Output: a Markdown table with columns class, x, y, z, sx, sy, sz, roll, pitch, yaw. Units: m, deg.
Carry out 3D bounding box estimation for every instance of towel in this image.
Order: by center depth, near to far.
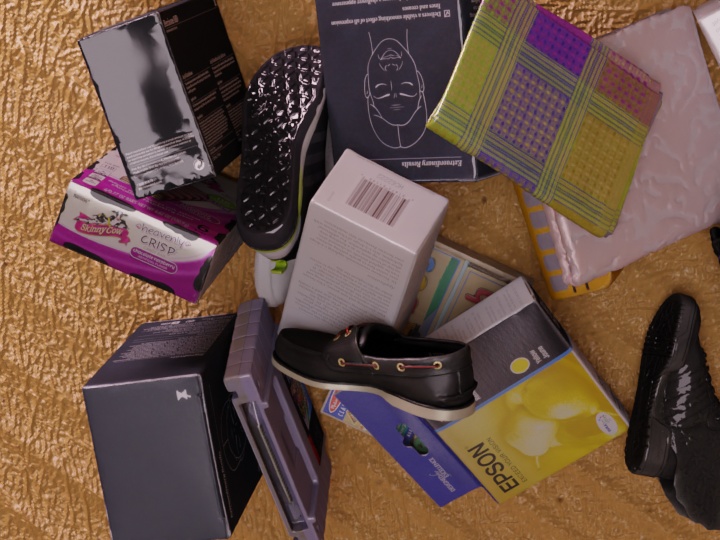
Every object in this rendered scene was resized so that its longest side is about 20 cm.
| class | x | y | z | sx | sy | sz | roll | pitch | yaw |
| --- | --- | --- | --- | --- | --- | --- | --- | --- | --- |
| towel | 0.154 | -0.128 | 1.399 | 0.200 | 0.023 | 0.144 | 28 | 77 | -26 |
| towel | 0.227 | -0.107 | 1.470 | 0.200 | 0.032 | 0.192 | -23 | 101 | -27 |

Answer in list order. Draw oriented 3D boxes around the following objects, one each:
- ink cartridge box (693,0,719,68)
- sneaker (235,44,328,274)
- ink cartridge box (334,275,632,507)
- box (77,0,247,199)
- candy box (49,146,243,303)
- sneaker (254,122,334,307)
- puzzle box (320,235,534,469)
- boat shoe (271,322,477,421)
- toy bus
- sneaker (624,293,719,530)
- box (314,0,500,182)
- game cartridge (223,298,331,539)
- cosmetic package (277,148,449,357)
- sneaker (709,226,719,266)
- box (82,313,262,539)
| class | x | y | z | sx | sy | sz | roll | pitch | yaw |
| --- | --- | --- | --- | --- | --- | --- | --- | --- | --- |
| ink cartridge box | 0.391 | -0.161 | 1.462 | 0.145 | 0.084 | 0.200 | -27 | 99 | 13 |
| sneaker | -0.064 | -0.096 | 1.495 | 0.071 | 0.083 | 0.201 | 6 | 70 | 21 |
| ink cartridge box | 0.112 | 0.125 | 1.546 | 0.200 | 0.047 | 0.198 | -34 | 128 | 9 |
| box | -0.157 | -0.154 | 1.480 | 0.079 | 0.200 | 0.142 | -14 | 101 | 12 |
| candy box | -0.173 | -0.050 | 1.509 | 0.136 | 0.200 | 0.061 | 23 | 107 | 0 |
| sneaker | -0.042 | -0.057 | 1.558 | 0.088 | 0.075 | 0.201 | 12 | 103 | -1 |
| puzzle box | 0.060 | 0.069 | 1.597 | 0.133 | 0.025 | 0.201 | 24 | 106 | 2 |
| boat shoe | 0.010 | 0.072 | 1.453 | 0.201 | 0.074 | 0.063 | 12 | 112 | 36 |
| toy bus | 0.178 | -0.082 | 1.517 | 0.078 | 0.065 | 0.201 | -14 | 102 | 27 |
| sneaker | 0.301 | 0.127 | 1.561 | 0.104 | 0.060 | 0.201 | 14 | 90 | -17 |
| box | 0.055 | -0.179 | 1.460 | 0.148 | 0.107 | 0.201 | 2 | 102 | 36 |
| game cartridge | -0.069 | 0.138 | 1.556 | 0.038 | 0.130 | 0.201 | -12 | 120 | 15 |
| cosmetic package | 0.000 | 0.000 | 1.487 | 0.101 | 0.071 | 0.200 | 27 | 143 | 7 |
| sneaker | 0.347 | 0.001 | 1.505 | 0.069 | 0.100 | 0.200 | -28 | 140 | -15 |
| box | -0.158 | 0.138 | 1.547 | 0.107 | 0.200 | 0.149 | -7 | 103 | 9 |
